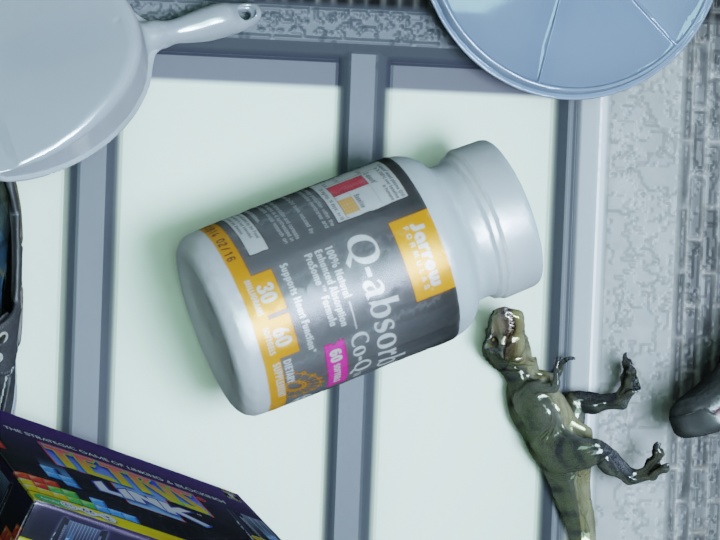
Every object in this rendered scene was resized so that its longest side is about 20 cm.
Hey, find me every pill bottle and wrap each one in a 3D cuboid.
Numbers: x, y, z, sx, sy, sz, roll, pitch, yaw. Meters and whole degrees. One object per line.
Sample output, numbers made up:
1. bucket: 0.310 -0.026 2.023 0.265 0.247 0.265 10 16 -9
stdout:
1. pill bottle: 0.000 0.000 1.553 0.199 0.116 0.117 -22 98 -12

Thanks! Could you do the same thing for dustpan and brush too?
1. dustpan and brush: -0.150 -0.134 1.537 0.199 0.057 0.140 -18 76 -13

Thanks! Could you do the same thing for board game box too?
1. board game box: -0.132 0.150 1.477 0.199 0.165 0.057 22 98 -29

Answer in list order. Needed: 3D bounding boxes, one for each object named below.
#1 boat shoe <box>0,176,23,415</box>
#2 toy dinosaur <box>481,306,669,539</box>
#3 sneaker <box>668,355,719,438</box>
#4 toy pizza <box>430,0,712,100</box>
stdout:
1. boat shoe: -0.225 0.025 1.519 0.070 0.066 0.201 7 91 -15
2. toy dinosaur: 0.140 0.105 1.633 0.088 0.047 0.201 -19 98 2
3. sneaker: 0.253 0.015 1.650 0.200 0.076 0.116 -33 96 -22
4. toy pizza: 0.129 -0.206 1.620 0.199 0.032 0.201 -1 92 -14
